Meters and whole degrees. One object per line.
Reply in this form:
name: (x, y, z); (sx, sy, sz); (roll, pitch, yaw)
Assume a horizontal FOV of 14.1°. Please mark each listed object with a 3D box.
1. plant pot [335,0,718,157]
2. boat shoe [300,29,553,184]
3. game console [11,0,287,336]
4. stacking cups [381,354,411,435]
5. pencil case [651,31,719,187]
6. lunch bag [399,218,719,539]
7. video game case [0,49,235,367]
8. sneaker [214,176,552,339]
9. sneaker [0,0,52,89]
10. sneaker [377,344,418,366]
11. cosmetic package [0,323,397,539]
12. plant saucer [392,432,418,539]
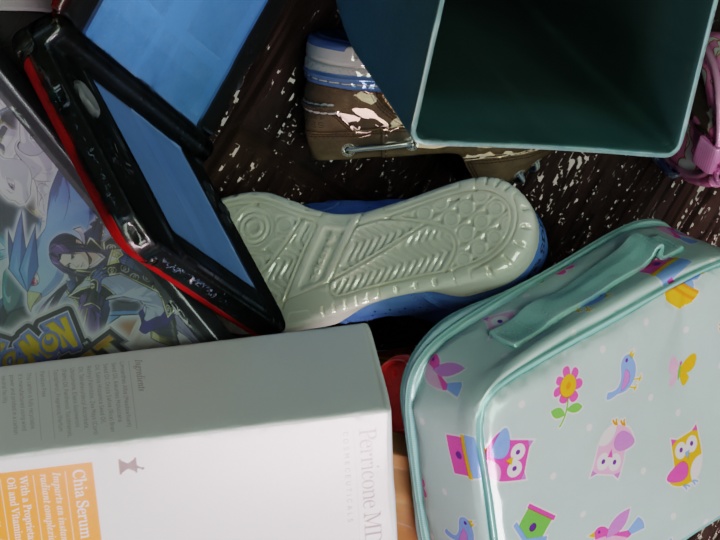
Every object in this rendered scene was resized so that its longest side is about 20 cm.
plant pot: (0.065, -0.163, 1.397); (0.140, 0.200, 0.142); (2, 116, -24)
boat shoe: (0.063, -0.079, 1.501); (0.199, 0.072, 0.073); (5, 105, -14)
game console: (-0.066, -0.083, 1.356); (0.118, 0.173, 0.200); (-32, 159, 8)
stacking cups: (0.093, 0.064, 1.508); (0.199, 0.060, 0.061); (-3, 104, -45)
pencil case: (0.257, -0.080, 1.570); (0.199, 0.083, 0.087); (2, 101, -24)
lunch bag: (0.114, 0.069, 1.445); (0.199, 0.077, 0.161); (-28, 121, -31)
video game case: (-0.190, 0.025, 1.375); (0.200, 0.026, 0.181); (-36, 101, 15)
sneaker: (0.000, 0.001, 1.485); (0.199, 0.111, 0.077); (-10, 73, 11)
sneaker: (-0.196, -0.087, 1.383); (0.199, 0.071, 0.100); (-1, 98, -27)
sneaker: (0.006, 0.077, 1.518); (0.199, 0.077, 0.073); (9, 62, -37)
cosmetic package: (-0.086, 0.095, 1.346); (0.199, 0.071, 0.102); (-7, 124, -5)
plant saucer: (-0.030, 0.159, 1.478); (0.199, 0.032, 0.201); (-13, 138, -12)
